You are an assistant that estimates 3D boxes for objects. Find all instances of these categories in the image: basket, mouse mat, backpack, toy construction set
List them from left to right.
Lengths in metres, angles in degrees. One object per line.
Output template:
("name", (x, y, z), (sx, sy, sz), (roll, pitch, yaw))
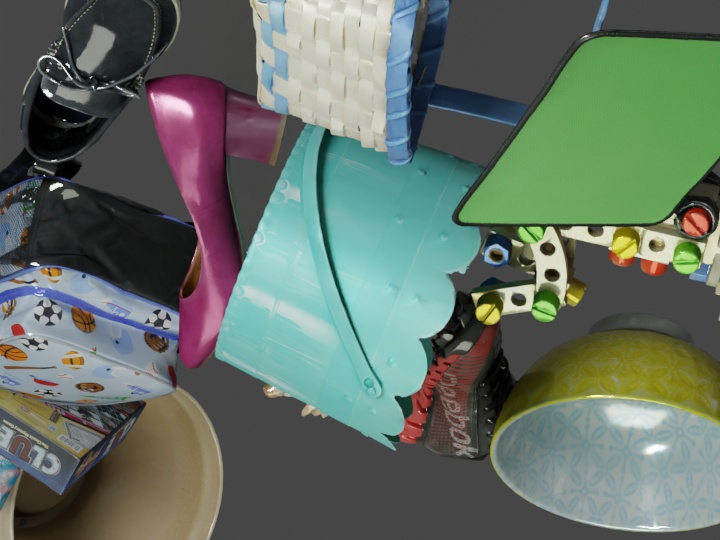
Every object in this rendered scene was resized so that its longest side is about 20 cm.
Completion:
("backpack", (-0.206, 0.014, 1.790), (0.199, 0.155, 0.190), (28, 160, -33))
("basket", (0.041, -0.145, 1.457), (0.199, 0.140, 0.177), (16, 151, 5))
("mouse mat", (0.159, -0.081, 1.511), (0.160, 0.008, 0.200), (0, 149, -26))
("toy construction set", (0.178, -0.014, 1.678), (0.199, 0.092, 0.132), (5, 125, -6))

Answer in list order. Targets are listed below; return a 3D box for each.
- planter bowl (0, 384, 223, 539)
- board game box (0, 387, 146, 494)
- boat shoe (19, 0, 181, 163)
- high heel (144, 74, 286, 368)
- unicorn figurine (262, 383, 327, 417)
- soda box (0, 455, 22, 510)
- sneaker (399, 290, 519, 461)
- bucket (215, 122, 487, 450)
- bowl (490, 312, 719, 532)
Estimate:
("planter bowl", (-0.228, 0.166, 2.018), (0.134, 0.201, 0.200), (16, 162, 48))
("board game box", (-0.268, 0.075, 1.857), (0.199, 0.135, 0.035), (33, 111, 6))
("boat shoe", (-0.168, -0.131, 1.621), (0.074, 0.063, 0.200), (23, 145, -16))
("high heel", (-0.118, -0.033, 1.690), (0.096, 0.067, 0.201), (11, 106, -14))
("unicorn figurine", (-0.013, 0.044, 1.861), (0.136, 0.074, 0.200), (-6, 160, 9))
("soda box", (-0.298, 0.106, 1.922), (0.068, 0.200, 0.064), (24, 104, -21))
("sneaker", (0.083, 0.083, 1.867), (0.098, 0.071, 0.201), (28, 150, 4))
("bucket", (0.000, 0.000, 1.651), (0.134, 0.208, 0.207), (22, 148, 1))
("bowl", (0.198, 0.096, 1.833), (0.199, 0.108, 0.201), (8, 149, 5))
